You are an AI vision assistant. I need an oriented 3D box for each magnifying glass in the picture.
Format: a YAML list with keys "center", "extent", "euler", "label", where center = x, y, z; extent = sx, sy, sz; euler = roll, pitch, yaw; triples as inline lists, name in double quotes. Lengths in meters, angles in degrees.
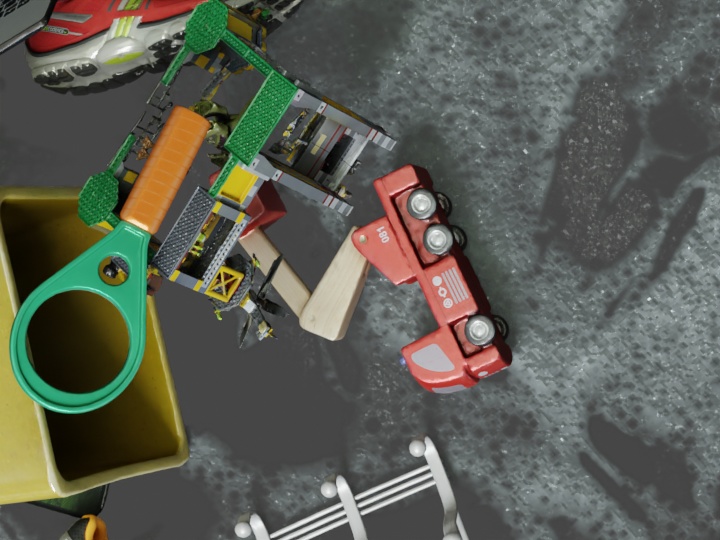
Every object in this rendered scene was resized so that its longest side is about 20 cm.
- center: [-0.146, -0.007, 1.355]
  extent: [0.080, 0.022, 0.200]
  euler: [27, 82, -7]
  label: "magnifying glass"

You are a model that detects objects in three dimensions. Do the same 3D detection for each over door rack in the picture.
- center: [0.018, 0.225, 1.461]
  extent: [0.148, 0.067, 0.200]
  euler: [-25, 84, 15]
  label: "over door rack"

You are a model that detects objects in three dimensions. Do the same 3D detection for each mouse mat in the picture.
- center: [-0.232, 0.060, 1.561]
  extent: [0.161, 0.008, 0.200]
  euler: [13, 95, 15]
  label: "mouse mat"

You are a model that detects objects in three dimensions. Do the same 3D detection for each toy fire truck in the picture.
- center: [0.000, 0.000, 1.474]
  extent: [0.141, 0.049, 0.200]
  euler: [-26, 83, 14]
  label: "toy fire truck"

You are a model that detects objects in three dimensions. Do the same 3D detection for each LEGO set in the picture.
- center: [-0.073, -0.062, 1.432]
  extent: [0.154, 0.116, 0.200]
  euler: [30, 93, 43]
  label: "LEGO set"

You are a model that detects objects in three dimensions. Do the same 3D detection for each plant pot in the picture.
- center: [-0.258, 0.062, 1.474]
  extent: [0.200, 0.195, 0.194]
  euler: [-14, 87, 21]
  label: "plant pot"

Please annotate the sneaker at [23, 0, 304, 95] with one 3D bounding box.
- center: [-0.137, -0.181, 1.501]
  extent: [0.200, 0.077, 0.085]
  euler: [-13, 78, 13]
  label: "sneaker"

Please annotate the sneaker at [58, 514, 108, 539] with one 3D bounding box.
- center: [-0.131, 0.233, 1.500]
  extent: [0.200, 0.078, 0.077]
  euler: [26, 88, 13]
  label: "sneaker"

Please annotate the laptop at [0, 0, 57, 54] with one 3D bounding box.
- center: [-0.301, -0.207, 1.518]
  extent: [0.187, 0.200, 0.116]
  euler: [-28, 116, 19]
  label: "laptop"
